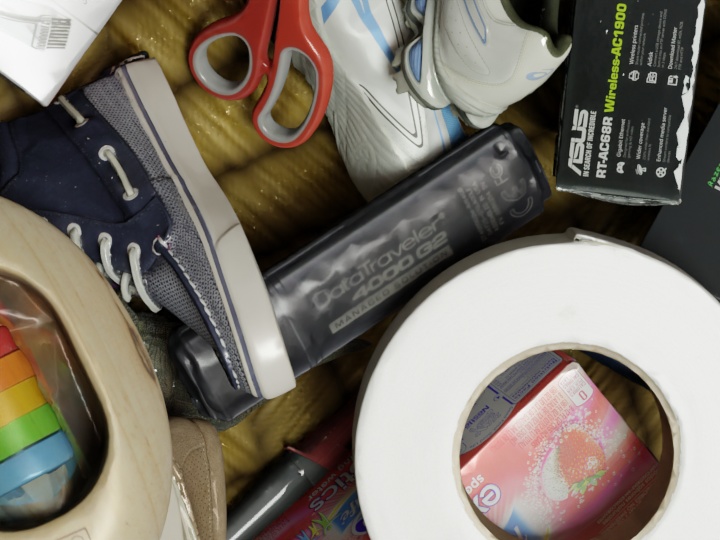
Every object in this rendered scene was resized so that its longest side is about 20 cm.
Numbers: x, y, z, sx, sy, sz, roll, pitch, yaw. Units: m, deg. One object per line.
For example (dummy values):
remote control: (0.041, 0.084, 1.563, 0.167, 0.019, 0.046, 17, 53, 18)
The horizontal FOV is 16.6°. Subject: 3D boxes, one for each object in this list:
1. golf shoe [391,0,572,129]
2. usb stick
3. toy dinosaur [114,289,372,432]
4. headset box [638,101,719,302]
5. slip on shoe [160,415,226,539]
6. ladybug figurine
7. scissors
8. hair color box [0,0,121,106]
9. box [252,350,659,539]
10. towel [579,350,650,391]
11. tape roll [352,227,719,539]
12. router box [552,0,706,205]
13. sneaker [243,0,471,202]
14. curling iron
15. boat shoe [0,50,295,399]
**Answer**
golf shoe: (0.069, -0.170, 1.145, 0.078, 0.097, 0.201, 8, 73, -37)
usb stick: (0.000, 0.000, 1.155, 0.199, 0.033, 0.056, -33, 117, -11)
toy dinosaur: (-0.097, 0.045, 1.187, 0.199, 0.077, 0.103, -4, 117, -26)
headset box: (0.244, -0.044, 1.231, 0.175, 0.093, 0.200, -60, 148, 1)
slip on shoe: (-0.088, 0.165, 1.158, 0.060, 0.076, 0.201, -19, 108, -40)
ladybug figurine: (-0.156, 0.061, 1.067, 0.135, 0.072, 0.201, -23, 90, -10)
scissors: (-0.028, -0.137, 1.120, 0.073, 0.014, 0.201, 32, 134, 8)
hair color box: (-0.133, -0.190, 1.105, 0.111, 0.064, 0.201, 36, 88, -27)
box: (0.043, 0.129, 1.239, 0.200, 0.103, 0.095, -44, 115, -7)
towel: (0.171, 0.046, 1.262, 0.199, 0.112, 0.049, 30, 87, -26)
tape roll: (0.095, 0.082, 1.152, 0.201, 0.037, 0.204, 0, 98, -2)
router box: (0.132, -0.144, 1.171, 0.062, 0.150, 0.201, 7, 103, 4)
sneaker: (-0.003, -0.121, 1.178, 0.072, 0.072, 0.201, -41, 115, -32)
curling iron: (-0.026, 0.089, 1.239, 0.200, 0.026, 0.050, -44, 152, -2)
boat shoe: (-0.101, -0.007, 1.106, 0.092, 0.200, 0.075, -23, 139, -7)
